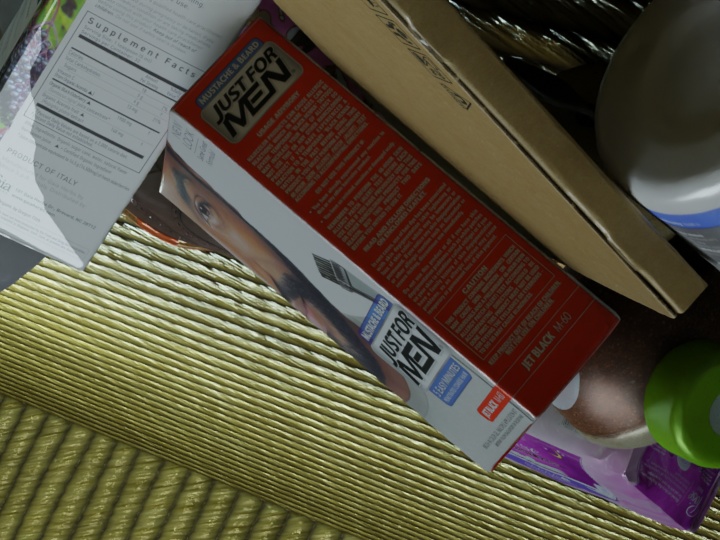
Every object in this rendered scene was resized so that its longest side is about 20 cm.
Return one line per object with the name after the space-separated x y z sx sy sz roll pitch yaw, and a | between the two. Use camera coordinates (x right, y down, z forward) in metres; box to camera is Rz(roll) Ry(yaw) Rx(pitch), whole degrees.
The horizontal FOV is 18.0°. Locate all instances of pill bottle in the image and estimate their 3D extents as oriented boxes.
0.194 -0.031 0.904 0.200 0.114 0.114 34 165 -36 | pill bottle

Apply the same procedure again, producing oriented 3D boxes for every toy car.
0.107 -0.030 1.046 0.200 0.158 0.164 45 171 -27 | toy car

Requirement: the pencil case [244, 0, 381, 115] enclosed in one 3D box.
-0.068 -0.135 1.081 0.200 0.083 0.087 30 -167 -20 | pencil case

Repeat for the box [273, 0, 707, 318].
0.032 -0.068 0.895 0.200 0.021 0.163 44 174 -29 | box

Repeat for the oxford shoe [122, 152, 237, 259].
-0.073 -0.042 1.316 0.199 0.071 0.073 23 171 6 | oxford shoe

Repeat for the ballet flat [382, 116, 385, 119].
-0.020 -0.093 1.181 0.200 0.071 0.065 43 137 -3 | ballet flat

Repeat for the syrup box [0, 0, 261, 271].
-0.107 -0.105 1.004 0.081 0.200 0.079 26 -148 -16 | syrup box

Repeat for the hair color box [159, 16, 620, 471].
0.008 -0.008 0.989 0.200 0.064 0.111 41 163 6 | hair color box

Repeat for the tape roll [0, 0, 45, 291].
-0.215 -0.083 1.305 0.066 0.201 0.200 34 165 -34 | tape roll

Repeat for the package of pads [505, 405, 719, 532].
0.108 0.074 1.318 0.200 0.076 0.120 21 169 36 | package of pads

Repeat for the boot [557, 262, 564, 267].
0.114 -0.021 1.250 0.144 0.071 0.201 22 165 45 | boot
